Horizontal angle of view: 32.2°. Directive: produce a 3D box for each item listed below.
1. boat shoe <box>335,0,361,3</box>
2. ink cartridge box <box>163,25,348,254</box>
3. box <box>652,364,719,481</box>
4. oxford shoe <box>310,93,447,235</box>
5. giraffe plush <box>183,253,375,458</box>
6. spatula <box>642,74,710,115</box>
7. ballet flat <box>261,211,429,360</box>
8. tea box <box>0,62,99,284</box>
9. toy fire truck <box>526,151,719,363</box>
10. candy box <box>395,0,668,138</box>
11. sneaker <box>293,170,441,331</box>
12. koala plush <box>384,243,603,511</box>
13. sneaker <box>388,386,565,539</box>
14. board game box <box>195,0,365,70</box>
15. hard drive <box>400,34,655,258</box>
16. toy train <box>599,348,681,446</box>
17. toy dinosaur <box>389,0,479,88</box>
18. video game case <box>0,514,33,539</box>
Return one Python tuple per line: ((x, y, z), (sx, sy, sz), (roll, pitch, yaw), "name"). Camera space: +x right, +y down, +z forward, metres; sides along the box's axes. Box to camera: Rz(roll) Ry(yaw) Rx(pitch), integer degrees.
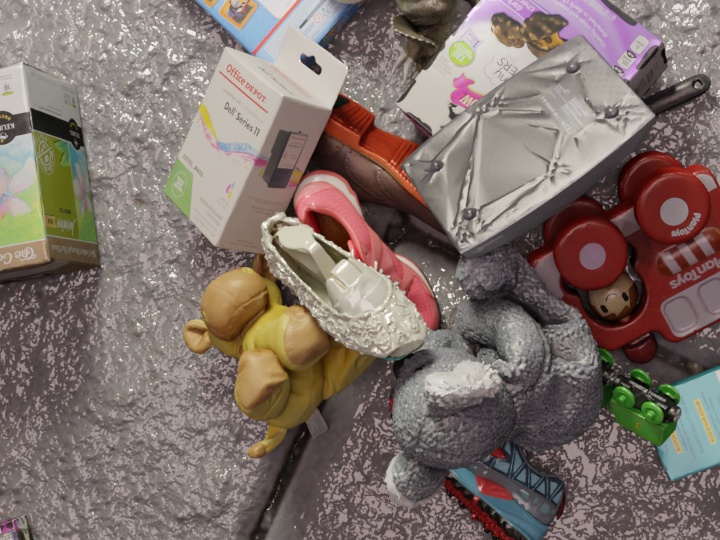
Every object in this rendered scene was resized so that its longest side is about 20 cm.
((-0.018, -0.359, 1.208), (0.071, 0.061, 0.203), (-3, 71, -9), "boat shoe")
((-0.102, -0.132, 1.194), (0.117, 0.067, 0.201), (41, 112, 42), "ink cartridge box")
((0.364, 0.121, 1.156), (0.198, 0.049, 0.083), (-23, 84, 9), "box")
((0.023, -0.092, 1.227), (0.199, 0.071, 0.073), (39, 125, 5), "oxford shoe")
((-0.088, 0.059, 1.196), (0.172, 0.201, 0.162), (-30, 64, -26), "giraffe plush")
((0.242, -0.142, 1.201), (0.198, 0.021, 0.057), (-24, 78, 8), "spatula")
((-0.025, 0.008, 1.071), (0.199, 0.072, 0.072), (34, 95, 40), "ballet flat")
((-0.389, -0.084, 1.256), (0.198, 0.134, 0.199), (-10, 87, 10), "tea box")
((0.264, -0.003, 1.157), (0.199, 0.112, 0.169), (-30, 102, 9), "toy fire truck")
((0.161, -0.175, 1.179), (0.168, 0.071, 0.200), (41, 95, 19), "candy box")
((0.000, 0.000, 1.190), (0.074, 0.087, 0.200), (-37, 100, 16), "sneaker")
((0.099, 0.106, 1.076), (0.183, 0.200, 0.178), (39, 127, 17), "koala plush")
((0.113, 0.174, 1.199), (0.095, 0.079, 0.200), (-40, 74, -21), "sneaker")
((-0.096, -0.308, 1.260), (0.200, 0.037, 0.151), (44, 95, 8), "board game box")
((0.146, -0.105, 1.090), (0.199, 0.042, 0.135), (-36, 52, 4), "hard drive")
((0.208, 0.097, 1.158), (0.199, 0.057, 0.042), (29, 49, 32), "toy train")
((0.060, -0.289, 1.207), (0.101, 0.077, 0.202), (-16, 94, -8), "toy dinosaur")
((-0.412, 0.372, 1.294), (0.198, 0.036, 0.183), (-19, 86, 9), "video game case")
